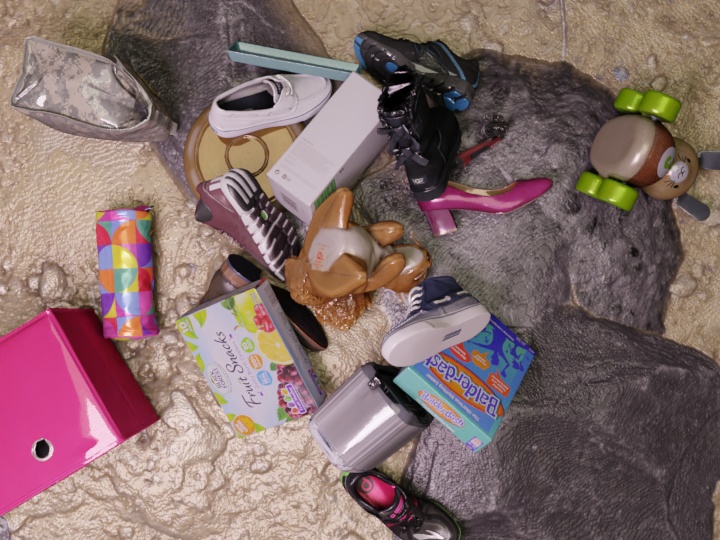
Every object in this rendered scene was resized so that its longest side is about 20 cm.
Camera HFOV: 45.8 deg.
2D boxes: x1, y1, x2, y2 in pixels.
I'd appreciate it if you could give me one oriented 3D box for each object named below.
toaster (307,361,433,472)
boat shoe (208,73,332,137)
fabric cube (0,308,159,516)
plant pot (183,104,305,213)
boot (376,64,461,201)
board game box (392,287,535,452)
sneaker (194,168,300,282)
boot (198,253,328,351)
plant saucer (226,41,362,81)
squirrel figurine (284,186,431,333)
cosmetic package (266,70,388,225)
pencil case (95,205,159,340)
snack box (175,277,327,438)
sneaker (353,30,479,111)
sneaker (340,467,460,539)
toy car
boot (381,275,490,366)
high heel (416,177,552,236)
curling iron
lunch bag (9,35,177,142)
[{"bbox_3d":[0.013,0.208,1.193,0.129,0.200,0.114,-43,71,7],"label":"toaster"},{"bbox_3d":[-0.125,-0.252,1.247,0.199,0.065,0.074,-28,77,-22],"label":"boat shoe"},{"bbox_3d":[-0.431,0.185,1.183,0.196,0.200,0.200,-30,88,-1],"label":"fabric cube"},{"bbox_3d":[-0.171,-0.171,1.287,0.199,0.027,0.201,0,89,-1],"label":"plant pot"},{"bbox_3d":[0.081,-0.212,1.192,0.073,0.163,0.199,-7,45,23],"label":"boot"},{"bbox_3d":[0.153,0.136,1.216,0.152,0.045,0.200,41,44,-1],"label":"board game box"},{"bbox_3d":[-0.173,-0.063,1.258,0.115,0.076,0.201,-4,129,34],"label":"sneaker"},{"bbox_3d":[-0.146,0.072,1.273,0.200,0.075,0.097,42,112,-8],"label":"boot"},{"bbox_3d":[-0.097,-0.312,1.277,0.199,0.070,0.019,9,116,-1],"label":"plant saucer"},{"bbox_3d":[0.000,0.000,1.232,0.200,0.186,0.142,-38,57,35],"label":"squirrel figurine"},{"bbox_3d":[-0.038,-0.172,1.230,0.085,0.108,0.200,37,79,13],"label":"cosmetic package"},{"bbox_3d":[-0.339,0.002,1.250,0.088,0.088,0.201,-1,89,-2],"label":"pencil case"},{"bbox_3d":[-0.156,0.128,1.223,0.142,0.053,0.201,-22,102,21],"label":"snack box"},{"bbox_3d":[0.086,-0.314,1.287,0.199,0.073,0.082,26,66,-2],"label":"sneaker"},{"bbox_3d":[0.055,0.353,1.248,0.199,0.084,0.077,30,88,0],"label":"sneaker"},{"bbox_3d":[0.451,-0.152,1.251,0.199,0.158,0.165,21,100,-13],"label":"toy car"},{"bbox_3d":[0.083,0.064,1.159,0.090,0.199,0.073,46,128,29],"label":"boot"},{"bbox_3d":[0.183,-0.126,1.272,0.199,0.067,0.097,-20,99,1],"label":"high heel"},{"bbox_3d":[0.144,-0.174,1.273,0.200,0.026,0.050,-36,114,-15],"label":"curling iron"},{"bbox_3d":[-0.367,-0.244,1.215,0.199,0.164,0.118,15,90,-1],"label":"lunch bag"}]
